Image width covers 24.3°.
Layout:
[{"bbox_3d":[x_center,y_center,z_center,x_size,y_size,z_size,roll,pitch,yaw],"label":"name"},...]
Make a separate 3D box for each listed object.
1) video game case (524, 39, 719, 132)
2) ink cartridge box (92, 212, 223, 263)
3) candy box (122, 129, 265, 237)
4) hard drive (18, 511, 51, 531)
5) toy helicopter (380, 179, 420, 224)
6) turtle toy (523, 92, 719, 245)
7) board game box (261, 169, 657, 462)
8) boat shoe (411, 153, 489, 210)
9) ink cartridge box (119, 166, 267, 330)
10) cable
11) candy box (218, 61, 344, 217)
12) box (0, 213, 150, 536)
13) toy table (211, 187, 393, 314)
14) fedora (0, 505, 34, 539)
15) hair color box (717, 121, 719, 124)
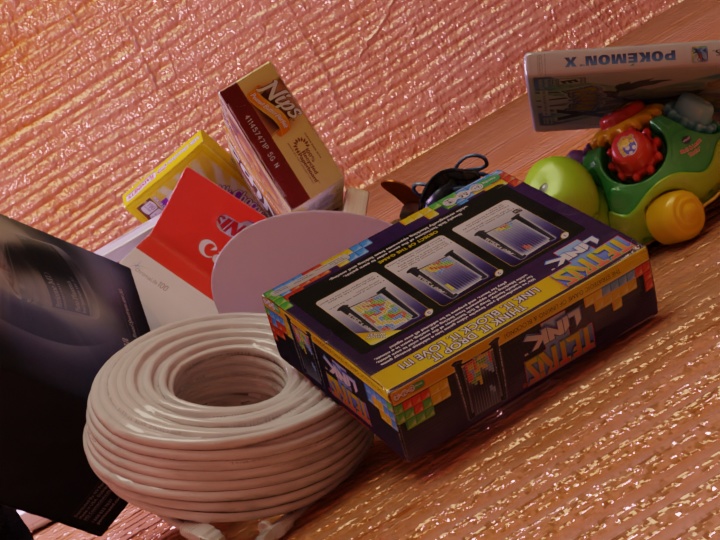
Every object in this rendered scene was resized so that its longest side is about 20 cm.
[{"bbox_3d":[0.220,-0.140,1.289,0.180,0.022,0.200,-3,-8,8],"label":"video game case"},{"bbox_3d":[-0.155,0.054,1.481,0.146,0.201,0.083,-30,6,-6],"label":"ink cartridge box"},{"bbox_3d":[-0.117,-0.036,1.562,0.102,0.200,0.027,-39,33,15],"label":"candy box"},{"bbox_3d":[-0.232,0.183,1.615,0.199,0.026,0.132,-28,7,15],"label":"hard drive"},{"bbox_3d":[0.048,-0.005,1.445,0.078,0.134,0.200,8,1,19],"label":"toy helicopter"},{"bbox_3d":[0.203,-0.067,1.265,0.199,0.102,0.145,-33,7,-26],"label":"turtle toy"},{"bbox_3d":[0.062,0.022,1.074,0.199,0.057,0.165,-28,34,-20],"label":"board game box"},{"bbox_3d":[0.084,-0.055,1.320,0.084,0.069,0.200,-37,4,1],"label":"boat shoe"},{"bbox_3d":[-0.139,0.038,1.382,0.201,0.159,0.047,-59,-16,7],"label":"ink cartridge box"},{"bbox_3d":[-0.089,0.095,1.121,0.198,0.070,0.199,16,31,33],"label":"cable"},{"bbox_3d":[-0.065,-0.087,1.412,0.055,0.116,0.200,-30,-9,-8],"label":"candy box"},{"bbox_3d":[-0.258,0.066,1.242,0.123,0.197,0.201,-49,40,20],"label":"box"},{"bbox_3d":[-0.015,0.026,1.285,0.117,0.198,0.186,147,146,-86],"label":"toy table"},{"bbox_3d":[-0.309,0.222,1.257,0.202,0.091,0.201,-55,-4,-5],"label":"fedora"},{"bbox_3d":[0.276,-0.137,1.486,0.060,0.101,0.200,-27,7,8],"label":"hair color box"}]
